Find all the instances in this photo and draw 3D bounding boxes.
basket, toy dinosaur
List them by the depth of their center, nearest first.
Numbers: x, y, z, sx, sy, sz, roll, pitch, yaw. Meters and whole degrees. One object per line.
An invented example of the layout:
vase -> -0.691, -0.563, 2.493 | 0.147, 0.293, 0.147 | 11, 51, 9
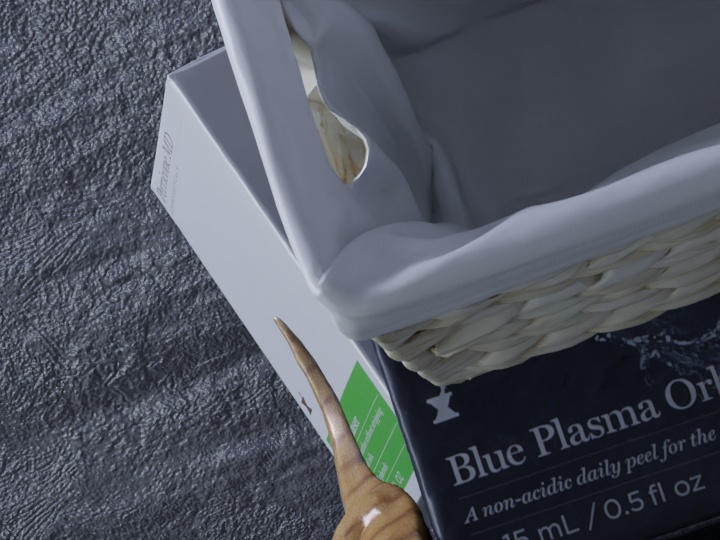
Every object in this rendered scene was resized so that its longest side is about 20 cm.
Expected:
basket -> 0.073, -0.063, 0.638 | 0.123, 0.200, 0.136 | 52, -162, -70
toy dinosaur -> 0.007, 0.098, 0.782 | 0.200, 0.060, 0.106 | -125, 40, -70

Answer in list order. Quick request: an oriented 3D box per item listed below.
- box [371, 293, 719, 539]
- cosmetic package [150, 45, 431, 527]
box -> 0.101, 0.009, 0.800 | 0.117, 0.197, 0.200 | 69, -177, -70
cosmetic package -> 0.000, 0.000, 0.936 | 0.200, 0.085, 0.108 | 53, 158, 17
